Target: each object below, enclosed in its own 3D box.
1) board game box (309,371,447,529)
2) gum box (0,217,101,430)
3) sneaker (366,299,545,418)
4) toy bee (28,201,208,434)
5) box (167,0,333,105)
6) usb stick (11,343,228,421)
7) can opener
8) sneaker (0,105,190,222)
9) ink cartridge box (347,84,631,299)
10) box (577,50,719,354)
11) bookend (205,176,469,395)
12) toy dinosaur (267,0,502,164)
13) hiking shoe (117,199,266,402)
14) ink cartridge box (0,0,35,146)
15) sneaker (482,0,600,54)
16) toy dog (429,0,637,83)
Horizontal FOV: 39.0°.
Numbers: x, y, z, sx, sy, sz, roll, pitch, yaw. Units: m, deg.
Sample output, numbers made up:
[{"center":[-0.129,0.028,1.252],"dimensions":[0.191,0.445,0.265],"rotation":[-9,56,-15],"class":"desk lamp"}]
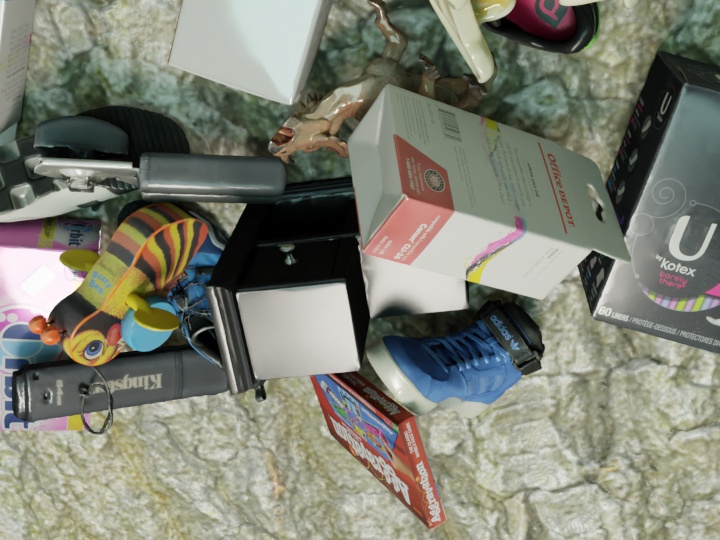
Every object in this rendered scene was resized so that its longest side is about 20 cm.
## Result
[{"center":[0.006,0.135,0.880],"dimensions":[0.019,0.200,0.103],"rotation":[-27,114,-18],"class":"board game box"},{"center":[-0.297,0.054,0.918],"dimensions":[0.113,0.066,0.201],"rotation":[3,116,-14],"class":"gum box"},{"center":[0.090,0.065,0.853],"dimensions":[0.111,0.077,0.200],"rotation":[-42,150,15],"class":"sneaker"},{"center":[-0.200,0.035,0.808],"dimensions":[0.130,0.109,0.201],"rotation":[6,83,32],"class":"toy bee"},{"center":[-0.059,-0.242,0.741],"dimensions":[0.097,0.125,0.201],"rotation":[18,115,-3],"class":"box"},{"center":[-0.208,0.098,0.913],"dimensions":[0.199,0.033,0.056],"rotation":[-5,116,-28],"class":"usb stick"},{"center":[-0.160,-0.091,0.814],"dimensions":[0.199,0.053,0.067],"rotation":[1,81,-9],"class":"can opener"},{"center":[-0.246,-0.087,0.869],"dimensions":[0.199,0.089,0.074],"rotation":[-13,85,-11],"class":"sneaker"},{"center":[0.096,-0.051,0.761],"dimensions":[0.199,0.117,0.068],"rotation":[15,137,-24],"class":"ink cartridge box"},{"center":[0.265,-0.053,0.807],"dimensions":[0.122,0.106,0.201],"rotation":[14,115,-2],"class":"box"},{"center":[0.000,0.000,0.807],"dimensions":[0.198,0.200,0.092],"rotation":[-6,115,9],"class":"bookend"},{"center":[0.033,-0.123,0.816],"dimensions":[0.199,0.086,0.136],"rotation":[18,127,-21],"class":"toy dinosaur"},{"center":[-0.137,0.019,0.890],"dimensions":[0.074,0.087,0.200],"rotation":[-39,106,20],"class":"hiking shoe"},{"center":[-0.337,-0.181,0.827],"dimensions":[0.115,0.068,0.201],"rotation":[16,115,-1],"class":"ink cartridge box"},{"center":[0.096,-0.225,0.755],"dimensions":[0.199,0.084,0.077],"rotation":[26,114,-7],"class":"sneaker"},{"center":[0.124,-0.249,0.667],"dimensions":[0.199,0.194,0.140],"rotation":[-28,149,6],"class":"toy dog"}]
